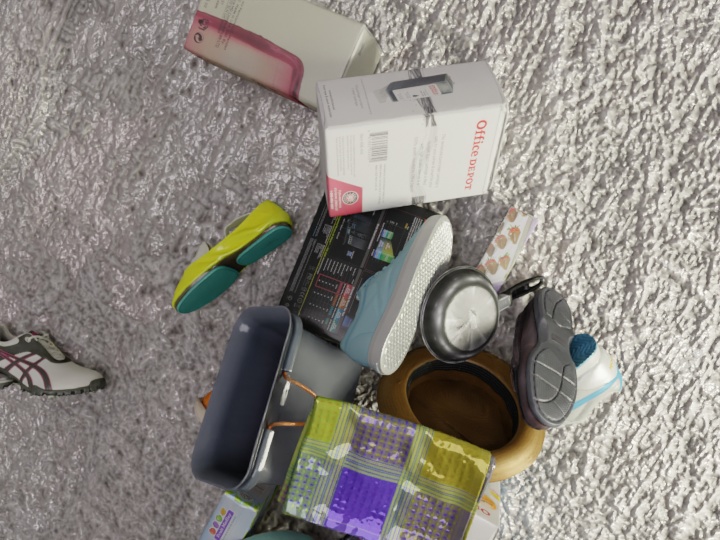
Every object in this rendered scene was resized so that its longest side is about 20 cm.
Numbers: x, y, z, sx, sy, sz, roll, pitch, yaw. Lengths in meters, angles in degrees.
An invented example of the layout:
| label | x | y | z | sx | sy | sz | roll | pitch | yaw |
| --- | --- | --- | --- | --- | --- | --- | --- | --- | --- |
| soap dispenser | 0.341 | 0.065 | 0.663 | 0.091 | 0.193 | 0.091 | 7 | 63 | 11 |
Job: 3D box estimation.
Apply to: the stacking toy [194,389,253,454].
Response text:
| label | x | y | z | sx | sy | sz | roll | pitch | yaw |
| --- | --- | --- | --- | --- | --- | --- | --- | --- | --- |
| stacking toy | -0.107 | 0.144 | 0.892 | 0.146 | 0.146 | 0.200 | 35 | 82 | 7 |

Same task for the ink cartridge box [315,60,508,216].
| label | x | y | z | sx | sy | sz | roll | pitch | yaw |
| --- | --- | --- | --- | --- | --- | --- | --- | --- | --- |
| ink cartridge box | 0.054 | -0.149 | 0.780 | 0.199 | 0.146 | 0.085 | -7 | 56 | -6 |

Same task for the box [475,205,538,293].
| label | x | y | z | sx | sy | sz | roll | pitch | yaw |
| --- | --- | --- | --- | --- | --- | --- | --- | --- | --- |
| box | 0.157 | 0.014 | 0.857 | 0.039 | 0.041 | 0.200 | 29 | 98 | 7 |

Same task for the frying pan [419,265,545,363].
| label | x | y | z | sx | sy | sz | roll | pitch | yaw |
| --- | --- | --- | --- | --- | --- | --- | --- | --- | --- |
| frying pan | 0.151 | 0.056 | 0.806 | 0.190 | 0.031 | 0.115 | 6 | 95 | -31 |

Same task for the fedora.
| label | x | y | z | sx | sy | sz | roll | pitch | yaw |
| --- | --- | --- | --- | --- | --- | --- | --- | --- | --- |
| fedora | 0.112 | 0.175 | 0.791 | 0.200 | 0.201 | 0.082 | 11 | 131 | 10 |

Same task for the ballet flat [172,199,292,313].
| label | x | y | z | sx | sy | sz | roll | pitch | yaw |
| --- | --- | --- | --- | --- | --- | --- | --- | --- | --- |
| ballet flat | -0.179 | -0.023 | 0.915 | 0.200 | 0.067 | 0.067 | -37 | 65 | 9 |

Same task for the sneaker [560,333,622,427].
| label | x | y | z | sx | sy | sz | roll | pitch | yaw |
| --- | --- | --- | --- | --- | --- | --- | --- | --- | --- |
| sneaker | 0.227 | 0.167 | 0.837 | 0.200 | 0.077 | 0.081 | -40 | 111 | 21 |

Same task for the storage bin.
| label | x | y | z | sx | sy | sz | roll | pitch | yaw |
| --- | --- | --- | --- | --- | --- | --- | --- | --- | --- |
| storage bin | -0.079 | 0.156 | 0.777 | 0.145 | 0.134 | 0.201 | -6 | 65 | 50 |

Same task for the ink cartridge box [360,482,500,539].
| label | x | y | z | sx | sy | sz | roll | pitch | yaw |
| --- | --- | --- | --- | --- | --- | --- | --- | --- | --- |
| ink cartridge box | 0.085 | 0.294 | 0.809 | 0.128 | 0.200 | 0.126 | 26 | 99 | 8 |

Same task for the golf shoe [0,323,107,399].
| label | x | y | z | sx | sy | sz | roll | pitch | yaw |
| --- | --- | --- | --- | --- | --- | --- | --- | --- | --- |
| golf shoe | -0.456 | 0.132 | 0.970 | 0.199 | 0.077 | 0.088 | 8 | 88 | 10 |

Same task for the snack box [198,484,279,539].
| label | x | y | z | sx | sy | sz | roll | pitch | yaw |
| --- | --- | --- | --- | --- | --- | --- | --- | --- | --- |
| snack box | -0.177 | 0.355 | 0.895 | 0.053 | 0.142 | 0.200 | 29 | 99 | 8 |

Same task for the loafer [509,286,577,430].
| label | x | y | z | sx | sy | sz | roll | pitch | yaw |
| --- | --- | --- | --- | --- | --- | --- | --- | --- | --- |
| loafer | 0.206 | 0.106 | 0.786 | 0.072 | 0.200 | 0.063 | 35 | 133 | -13 |

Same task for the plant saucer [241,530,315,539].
| label | x | y | z | sx | sy | sz | roll | pitch | yaw |
| --- | --- | --- | --- | --- | --- | --- | --- | --- | --- |
| plant saucer | -0.124 | 0.417 | 0.846 | 0.199 | 0.036 | 0.201 | -11 | 117 | -23 |

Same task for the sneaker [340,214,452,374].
| label | x | y | z | sx | sy | sz | roll | pitch | yaw |
| --- | --- | --- | --- | --- | --- | --- | --- | --- | --- |
| sneaker | 0.036 | 0.016 | 0.779 | 0.082 | 0.074 | 0.200 | 16 | 66 | 32 |

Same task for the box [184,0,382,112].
| label | x | y | z | sx | sy | sz | roll | pitch | yaw |
| --- | --- | --- | --- | --- | --- | --- | --- | --- | --- |
| box | -0.091 | -0.273 | 0.840 | 0.200 | 0.128 | 0.109 | 26 | 99 | 9 |

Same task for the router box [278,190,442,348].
| label | x | y | z | sx | sy | sz | roll | pitch | yaw |
| --- | --- | --- | --- | --- | --- | --- | --- | --- | --- |
| router box | 0.000 | 0.000 | 0.852 | 0.149 | 0.062 | 0.201 | 20 | 82 | 10 |

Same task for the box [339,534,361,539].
| label | x | y | z | sx | sy | sz | roll | pitch | yaw |
| --- | --- | --- | --- | --- | --- | --- | --- | --- | --- |
| box | 0.029 | 0.449 | 0.917 | 0.143 | 0.036 | 0.200 | -42 | 87 | 10 |

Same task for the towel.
| label | x | y | z | sx | sy | sz | roll | pitch | yaw |
| --- | --- | --- | --- | --- | --- | --- | --- | --- | --- |
| towel | 0.027 | 0.218 | 0.695 | 0.199 | 0.023 | 0.144 | 21 | 103 | 1 |
